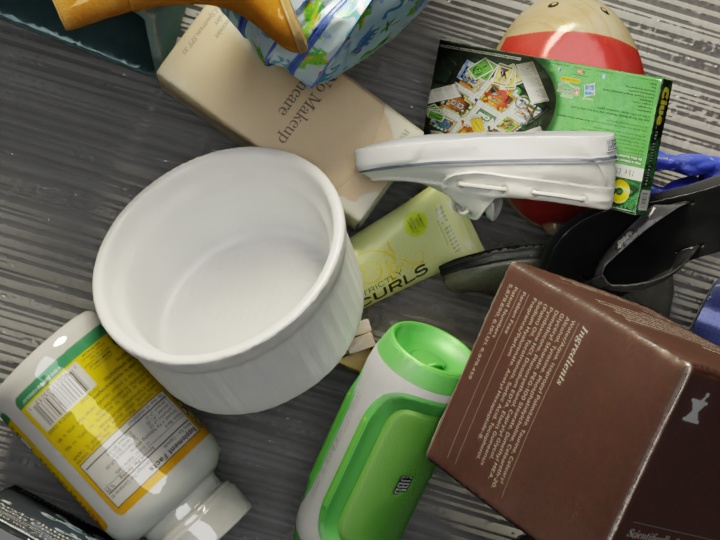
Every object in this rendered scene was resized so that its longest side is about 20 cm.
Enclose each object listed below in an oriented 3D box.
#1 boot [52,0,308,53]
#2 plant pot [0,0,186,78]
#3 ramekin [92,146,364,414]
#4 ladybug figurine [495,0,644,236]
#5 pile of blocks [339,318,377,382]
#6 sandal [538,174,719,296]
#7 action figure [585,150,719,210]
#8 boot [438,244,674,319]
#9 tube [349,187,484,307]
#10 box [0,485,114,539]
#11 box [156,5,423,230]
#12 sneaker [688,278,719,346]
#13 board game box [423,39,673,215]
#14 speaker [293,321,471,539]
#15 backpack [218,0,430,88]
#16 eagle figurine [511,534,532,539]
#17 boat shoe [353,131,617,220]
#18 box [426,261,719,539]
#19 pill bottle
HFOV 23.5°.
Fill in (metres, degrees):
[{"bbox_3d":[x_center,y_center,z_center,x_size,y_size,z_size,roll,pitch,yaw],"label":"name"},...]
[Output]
[{"bbox_3d":[-0.137,-0.197,1.189,0.144,0.071,0.201,-31,69,-5],"label":"boot"},{"bbox_3d":[-0.211,-0.293,1.333,0.195,0.196,0.201,20,81,-1],"label":"plant pot"},{"bbox_3d":[-0.093,0.012,1.315,0.200,0.098,0.201,-11,51,14],"label":"ramekin"},{"bbox_3d":[0.167,-0.128,1.392,0.135,0.072,0.201,2,87,-2],"label":"ladybug figurine"},{"bbox_3d":[0.053,0.096,1.382,0.199,0.062,0.082,18,87,-1],"label":"pile of blocks"},{"bbox_3d":[0.227,-0.024,1.321,0.200,0.043,0.076,-23,116,5],"label":"sandal"},{"bbox_3d":[0.286,-0.063,1.362,0.199,0.099,0.065,-9,122,-28],"label":"action figure"},{"bbox_3d":[0.165,0.044,1.383,0.199,0.068,0.131,-2,88,-9],"label":"boot"},{"bbox_3d":[0.000,0.000,1.391,0.200,0.058,0.052,-28,66,-6],"label":"tube"},{"bbox_3d":[-0.235,0.247,1.295,0.148,0.200,0.107,28,86,-1],"label":"box"},{"bbox_3d":[-0.055,-0.128,1.380,0.200,0.078,0.095,35,86,0],"label":"box"},{"bbox_3d":[0.366,0.064,1.368,0.199,0.115,0.081,25,85,-1],"label":"sneaker"},{"bbox_3d":[0.139,-0.113,1.337,0.200,0.023,0.105,16,97,34],"label":"board game box"},{"bbox_3d":[0.018,0.141,1.332,0.088,0.088,0.200,24,113,-1],"label":"speaker"},{"bbox_3d":[-0.013,-0.225,1.300,0.200,0.163,0.154,-14,72,-42],"label":"backpack"},{"bbox_3d":[0.153,0.266,1.332,0.199,0.151,0.152,4,98,-9],"label":"eagle figurine"},{"bbox_3d":[0.091,-0.069,1.294,0.199,0.074,0.066,0,99,20],"label":"boat shoe"},{"bbox_3d":[0.187,0.117,1.235,0.166,0.200,0.165,18,100,-38],"label":"box"},{"bbox_3d":[-0.181,0.138,1.346,0.113,0.113,0.200,-43,89,-3],"label":"pill bottle"}]
